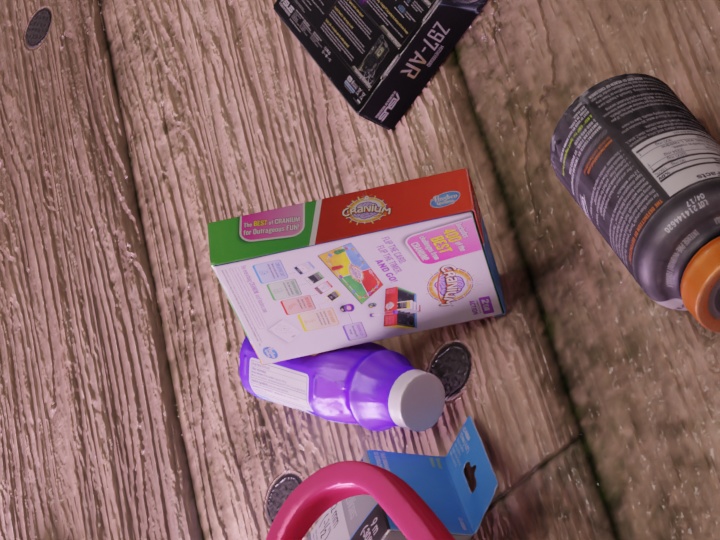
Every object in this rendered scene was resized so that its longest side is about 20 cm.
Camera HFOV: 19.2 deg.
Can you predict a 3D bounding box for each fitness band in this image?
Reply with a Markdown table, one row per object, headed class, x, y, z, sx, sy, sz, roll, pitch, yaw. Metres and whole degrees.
| class | x | y | z | sx | sy | sz | roll | pitch | yaw |
| --- | --- | --- | --- | --- | --- | --- | --- | --- | --- |
| fitness band | 0.000 | 0.214 | 1.437 | 0.144 | 0.037 | 0.200 | -56 | 40 | 11 |

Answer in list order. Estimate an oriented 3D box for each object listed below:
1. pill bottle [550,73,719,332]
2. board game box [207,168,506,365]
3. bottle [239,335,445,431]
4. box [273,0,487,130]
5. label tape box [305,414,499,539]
| class | x | y | z | sx | sy | sz | roll | pitch | yaw |
| --- | --- | --- | --- | --- | --- | --- | --- | --- | --- |
| pill bottle | 0.220 | -0.044 | 1.493 | 0.106 | 0.106 | 0.200 | -51 | 41 | 19 |
| board game box | 0.000 | 0.000 | 1.619 | 0.200 | 0.153 | 0.040 | -12 | 56 | 6 |
| bottle | -0.013 | 0.087 | 1.709 | 0.200 | 0.083 | 0.065 | 13 | 103 | 50 |
| box | 0.017 | -0.241 | 1.868 | 0.160 | 0.044 | 0.200 | -54 | 41 | 15 |
| label tape box | 0.018 | 0.202 | 1.595 | 0.200 | 0.066 | 0.143 | -58 | 15 | 13 |
